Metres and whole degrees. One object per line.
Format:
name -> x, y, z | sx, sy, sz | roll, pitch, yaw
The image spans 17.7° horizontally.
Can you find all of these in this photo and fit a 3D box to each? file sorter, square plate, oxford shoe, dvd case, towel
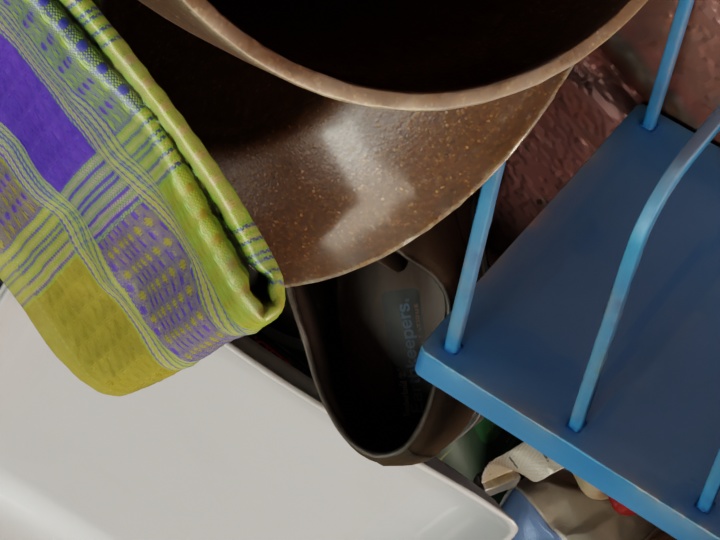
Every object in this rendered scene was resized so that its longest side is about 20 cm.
file sorter -> 0.142, 0.004, 0.688 | 0.199, 0.139, 0.123 | 32, 144, 17
square plate -> -0.066, 0.080, 0.873 | 0.199, 0.029, 0.198 | 33, 137, -9
oxford shoe -> 0.004, -0.034, 0.749 | 0.072, 0.084, 0.201 | -11, 97, 18
dvd case -> -0.079, 0.059, 0.895 | 0.200, 0.022, 0.146 | 39, 136, -16
towel -> -0.092, -0.027, 0.700 | 0.144, 0.023, 0.200 | 53, 158, -6

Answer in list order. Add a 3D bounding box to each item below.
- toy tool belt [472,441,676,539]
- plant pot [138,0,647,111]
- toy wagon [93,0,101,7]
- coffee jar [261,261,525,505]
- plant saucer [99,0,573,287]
toy tool belt -> 0.103, 0.133, 0.880 | 0.123, 0.124, 0.200 | 63, 158, 22
plant pot -> -0.033, -0.145, 0.600 | 0.200, 0.187, 0.187 | 17, 142, 57
toy wagon -> -0.119, -0.131, 0.906 | 0.155, 0.040, 0.200 | 45, 148, -3
coffee jar -> 0.000, 0.000, 0.883 | 0.104, 0.085, 0.201 | 7, 134, 31
plant saucer -> -0.014, -0.094, 0.691 | 0.200, 0.201, 0.037 | 6, 162, 44
